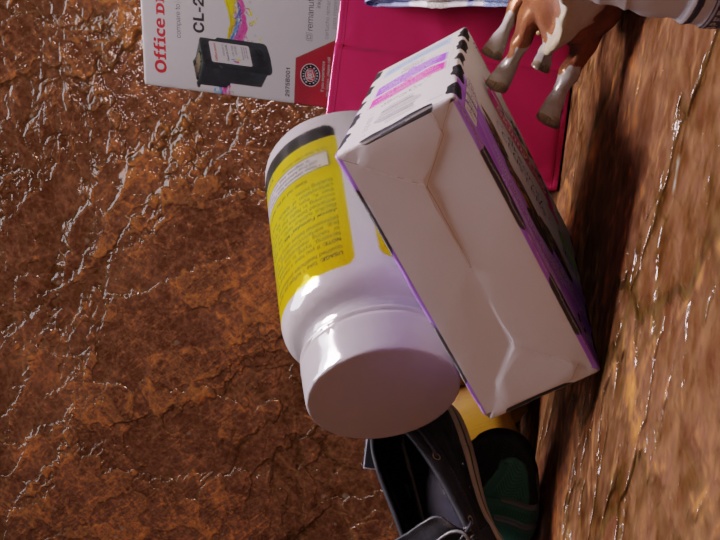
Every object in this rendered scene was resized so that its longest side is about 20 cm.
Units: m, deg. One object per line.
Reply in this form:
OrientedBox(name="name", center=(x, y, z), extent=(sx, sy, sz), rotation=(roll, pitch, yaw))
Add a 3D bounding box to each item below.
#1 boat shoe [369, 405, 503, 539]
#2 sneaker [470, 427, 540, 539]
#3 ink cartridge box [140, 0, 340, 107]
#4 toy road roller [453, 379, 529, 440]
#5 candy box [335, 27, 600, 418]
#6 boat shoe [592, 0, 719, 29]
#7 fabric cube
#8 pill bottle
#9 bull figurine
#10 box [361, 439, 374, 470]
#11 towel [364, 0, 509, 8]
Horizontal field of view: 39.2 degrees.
OrientedBox(name="boat shoe", center=(0.054, 0.175, 0.639), extent=(0.075, 0.062, 0.201), rotation=(-40, 57, 40))
OrientedBox(name="sneaker", center=(0.090, 0.186, 0.743), extent=(0.088, 0.074, 0.201), rotation=(-52, -25, -60))
OrientedBox(name="ink cartridge box", center=(-0.105, -0.245, 0.969), extent=(0.083, 0.199, 0.146), rotation=(-76, -8, -56))
OrientedBox(name="toy road roller", center=(0.067, 0.082, 0.786), extent=(0.200, 0.122, 0.147), rotation=(49, -154, -52))
OrientedBox(name="candy box", center=(0.068, -0.040, 0.603), extent=(0.168, 0.071, 0.200), rotation=(59, -163, -17))
OrientedBox(name="boat shoe", center=(0.111, -0.178, 0.368), extent=(0.074, 0.065, 0.201), rotation=(90, -172, -60))
OrientedBox(name="fabric cube", center=(0.081, -0.172, 0.918), extent=(0.196, 0.198, 0.201), rotation=(-9, -74, -87))
OrientedBox(name="pill bottle", center=(0.000, 0.000, 0.665), extent=(0.115, 0.114, 0.201), rotation=(93, 170, -49))
OrientedBox(name="bull figurine", center=(0.119, -0.161, 0.593), extent=(0.122, 0.065, 0.200), rotation=(-64, 1, 27))
OrientedBox(name="box", center=(0.085, 0.186, 1.249), extent=(0.200, 0.147, 0.105), rotation=(8, -91, -85))
OrientedBox(name="towel", center=(0.094, -0.271, 0.763), extent=(0.024, 0.199, 0.148), rotation=(10, -92, -56))
